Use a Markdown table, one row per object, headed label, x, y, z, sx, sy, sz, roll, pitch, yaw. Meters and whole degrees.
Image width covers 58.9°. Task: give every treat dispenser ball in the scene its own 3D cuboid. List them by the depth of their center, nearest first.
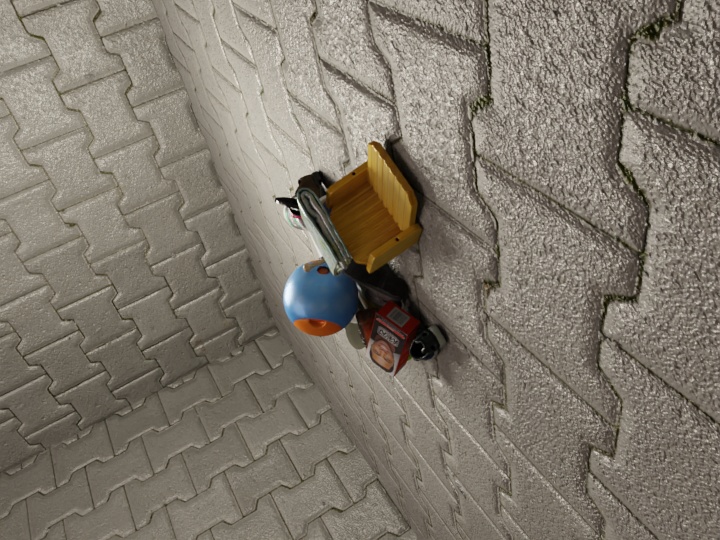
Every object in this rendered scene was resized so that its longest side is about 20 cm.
| label | x | y | z | sx | sy | sz | roll | pitch | yaw |
| --- | --- | --- | --- | --- | --- | --- | --- | --- | --- |
| treat dispenser ball | -0.104 | 0.072 | 1.686 | 0.201 | 0.200 | 0.201 | 55 | 163 | 26 |

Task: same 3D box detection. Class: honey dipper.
| label | x | y | z | sx | sy | sz | roll | pitch | yaw |
| --- | --- | --- | --- | --- | --- | --- | --- | --- | --- |
| honey dipper | -0.056 | -0.041 | 1.634 | 0.038 | 0.199 | 0.038 | 52 | 155 | 36 |

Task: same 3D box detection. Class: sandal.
| label | x | y | z | sx | sy | sz | roll | pitch | yaw |
| --- | --- | --- | --- | --- | --- | --- | --- | --- | --- |
| sandal | -0.148 | -0.161 | 1.791 | 0.075 | 0.199 | 0.045 | -84 | 12 | -70 |

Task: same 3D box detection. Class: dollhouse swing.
| label | x | y | z | sx | sy | sz | roll | pitch | yaw |
| --- | --- | --- | --- | --- | --- | --- | --- | --- | --- |
| dollhouse swing | 0.015 | -0.135 | 1.340 | 0.201 | 0.181 | 0.176 | 58 | -176 | 19 |

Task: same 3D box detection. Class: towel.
| label | x | y | z | sx | sy | sz | roll | pitch | yaw |
| --- | --- | --- | --- | --- | --- | --- | --- | --- | --- |
| towel | -0.087 | -0.084 | 1.467 | 0.201 | 0.048 | 0.171 | 61 | 171 | 4 |

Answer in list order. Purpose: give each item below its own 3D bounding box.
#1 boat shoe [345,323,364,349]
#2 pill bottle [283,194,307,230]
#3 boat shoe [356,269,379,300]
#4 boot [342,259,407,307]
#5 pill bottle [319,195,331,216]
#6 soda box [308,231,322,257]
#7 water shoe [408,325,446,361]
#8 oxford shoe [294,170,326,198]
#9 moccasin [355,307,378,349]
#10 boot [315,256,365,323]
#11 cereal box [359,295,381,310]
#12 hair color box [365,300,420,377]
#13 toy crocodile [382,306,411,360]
| label | x | y | z | sx | sy | sz | roll | pitch | yaw |
| --- | --- | --- | --- | --- | --- | --- | --- | --- | --- |
| boat shoe | -0.025 | 0.140 | 1.941 | 0.063 | 0.071 | 0.201 | -136 | 28 | -82 |
| pill bottle | -0.166 | -0.178 | 1.933 | 0.114 | 0.113 | 0.200 | 66 | 164 | -13 |
| boat shoe | 0.000 | 0.000 | 1.767 | 0.091 | 0.071 | 0.201 | 56 | 164 | 27 |
| boot | 0.022 | 0.037 | 1.639 | 0.199 | 0.070 | 0.132 | 33 | 158 | 7 |
| pill bottle | -0.026 | -0.098 | 1.576 | 0.200 | 0.111 | 0.111 | 34 | 152 | 30 |
| soda box | -0.092 | -0.051 | 1.999 | 0.201 | 0.063 | 0.068 | 67 | 164 | -14 |
| water shoe | 0.149 | 0.186 | 1.573 | 0.072 | 0.079 | 0.200 | 59 | 164 | 16 |
| oxford shoe | -0.135 | -0.201 | 1.765 | 0.200 | 0.084 | 0.073 | -114 | 10 | -55 |
| moccasin | 0.033 | 0.159 | 1.767 | 0.202 | 0.077 | 0.074 | 78 | 170 | -54 |
| boot | -0.051 | 0.047 | 1.851 | 0.201 | 0.072 | 0.182 | 59 | 176 | -15 |
| cereal box | 0.043 | 0.150 | 1.932 | 0.144 | 0.039 | 0.200 | 57 | 163 | 28 |
| hair color box | 0.080 | 0.179 | 1.644 | 0.101 | 0.061 | 0.201 | 34 | 144 | 19 |
| toy crocodile | 0.097 | 0.164 | 1.750 | 0.068 | 0.061 | 0.201 | -85 | -18 | -67 |
